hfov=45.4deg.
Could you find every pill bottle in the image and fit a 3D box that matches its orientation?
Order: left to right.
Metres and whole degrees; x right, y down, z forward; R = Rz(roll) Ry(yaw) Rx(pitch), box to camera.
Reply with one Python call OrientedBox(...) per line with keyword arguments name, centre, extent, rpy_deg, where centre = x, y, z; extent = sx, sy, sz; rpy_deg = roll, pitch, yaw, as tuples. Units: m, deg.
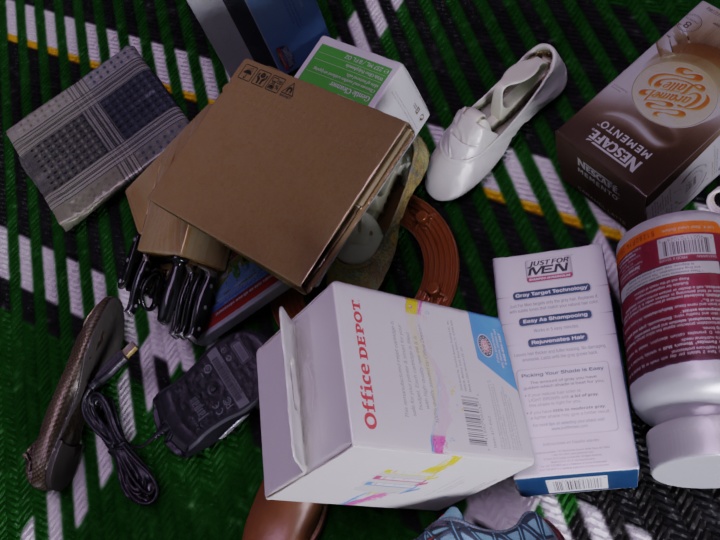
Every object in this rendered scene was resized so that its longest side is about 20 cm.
OrientedBox(name="pill bottle", centre=(0.268, 0.063, 0.690), extent=(0.108, 0.110, 0.202), rpy_deg=(-4, 61, 15))

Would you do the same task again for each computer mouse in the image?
OrientedBox(name="computer mouse", centre=(-0.173, 0.114, 0.835), extent=(0.200, 0.046, 0.141), rpy_deg=(-43, 71, 3))

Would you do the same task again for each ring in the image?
OrientedBox(name="ring", centre=(0.000, 0.000, 0.862), extent=(0.198, 0.019, 0.203), rpy_deg=(-8, 61, 14))

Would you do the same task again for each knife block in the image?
OrientedBox(name="knife block", centre=(-0.162, -0.038, 0.857), extent=(0.200, 0.064, 0.177), rpy_deg=(-40, 57, 19))

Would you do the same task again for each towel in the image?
OrientedBox(name="towel", centre=(-0.316, -0.162, 1.045), extent=(0.199, 0.035, 0.193), rpy_deg=(-36, 61, -6))

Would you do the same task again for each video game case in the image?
OrientedBox(name="video game case", centre=(-0.139, -0.043, 0.893), extent=(0.142, 0.017, 0.202), rpy_deg=(-33, 59, 24))

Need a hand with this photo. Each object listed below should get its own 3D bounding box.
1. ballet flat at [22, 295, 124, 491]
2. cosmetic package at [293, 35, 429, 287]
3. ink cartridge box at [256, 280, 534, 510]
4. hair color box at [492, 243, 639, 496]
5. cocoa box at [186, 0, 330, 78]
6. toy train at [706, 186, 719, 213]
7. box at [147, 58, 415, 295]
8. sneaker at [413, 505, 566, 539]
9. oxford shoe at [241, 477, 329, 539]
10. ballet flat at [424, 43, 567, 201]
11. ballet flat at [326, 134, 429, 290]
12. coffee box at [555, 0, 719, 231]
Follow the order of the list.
OrientedBox(name="ballet flat", centre=(-0.288, 0.118, 0.862), extent=(0.046, 0.067, 0.202), rpy_deg=(9, 72, 17))
OrientedBox(name="cosmetic package", centre=(-0.037, -0.102, 0.797), extent=(0.107, 0.085, 0.201), rpy_deg=(26, 78, 32))
OrientedBox(name="ink cartridge box", centre=(0.013, 0.104, 0.677), extent=(0.125, 0.198, 0.130), rpy_deg=(-41, 46, 43))
OrientedBox(name="hair color box", centre=(0.173, 0.083, 0.738), extent=(0.099, 0.061, 0.202), rpy_deg=(-8, 61, 13))
OrientedBox(name="cocoa box", centre=(-0.132, -0.328, 0.973), extent=(0.130, 0.200, 0.134), rpy_deg=(-27, 57, 1))
OrientedBox(name="toy train", centre=(0.396, -0.029, 0.732), extent=(0.149, 0.056, 0.201), rpy_deg=(-27, 58, 1))
OrientedBox(name="box", centre=(-0.074, -0.089, 0.743), extent=(0.199, 0.021, 0.164), rpy_deg=(28, 79, 32))
OrientedBox(name="sneaker", centre=(0.068, 0.242, 0.687), extent=(0.197, 0.080, 0.096), rpy_deg=(-8, 50, 3))
OrientedBox(name="oxford shoe", centre=(-0.056, 0.175, 0.755), extent=(0.071, 0.071, 0.202), rpy_deg=(18, 70, 23))
OrientedBox(name="ballet flat", centre=(0.133, -0.158, 0.879), extent=(0.200, 0.070, 0.069), rpy_deg=(-45, 59, -9))
OrientedBox(name="ballet flat", centre=(0.010, -0.059, 0.841), extent=(0.070, 0.071, 0.202), rpy_deg=(15, 68, 24))
OrientedBox(name="coffee box", centre=(0.295, -0.141, 0.809), extent=(0.200, 0.080, 0.114), rpy_deg=(-42, 58, -7))
